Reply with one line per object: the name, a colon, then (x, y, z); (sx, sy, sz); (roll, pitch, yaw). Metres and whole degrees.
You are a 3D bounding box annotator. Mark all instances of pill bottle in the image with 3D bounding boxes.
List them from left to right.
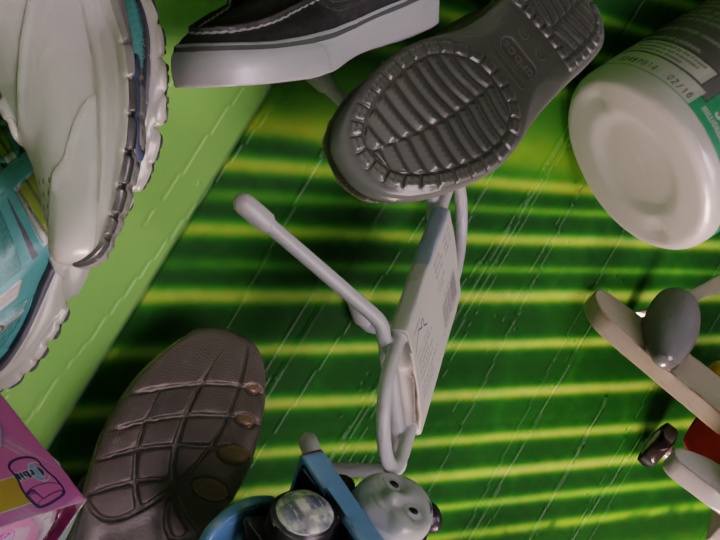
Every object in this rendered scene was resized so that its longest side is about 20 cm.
pill bottle: (0.223, -0.105, 1.335); (0.200, 0.113, 0.113); (-33, 131, -27)

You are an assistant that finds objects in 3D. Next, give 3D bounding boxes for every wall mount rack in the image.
wall mount rack: (0.000, 0.000, 1.173); (0.200, 0.074, 0.174); (-71, 158, -50)

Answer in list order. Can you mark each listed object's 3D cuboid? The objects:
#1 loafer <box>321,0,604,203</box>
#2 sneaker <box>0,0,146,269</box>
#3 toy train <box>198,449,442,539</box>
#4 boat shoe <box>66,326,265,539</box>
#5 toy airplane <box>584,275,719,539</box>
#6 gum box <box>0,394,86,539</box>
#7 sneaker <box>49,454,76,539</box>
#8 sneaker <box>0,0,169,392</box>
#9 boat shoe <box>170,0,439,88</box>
loafer: (0.047, -0.084, 1.185); (0.200, 0.070, 0.075); (-35, 93, -42)
sneaker: (-0.135, -0.098, 0.993); (0.087, 0.075, 0.200); (-7, 83, -6)
toy train: (-0.025, 0.169, 1.144); (0.114, 0.087, 0.200); (-16, 141, -32)
boat shoe: (-0.111, 0.118, 1.172); (0.076, 0.072, 0.200); (30, 82, -12)
toy airplane: (0.240, 0.091, 1.393); (0.141, 0.199, 0.200); (-52, 136, 5)
gum box: (-0.221, 0.090, 0.940); (0.200, 0.114, 0.066); (-12, 145, -55)
sneaker: (-0.188, 0.128, 1.058); (0.118, 0.074, 0.200); (-64, 171, 6)
sneaker: (-0.148, -0.040, 1.050); (0.080, 0.077, 0.200); (23, 94, -38)
boat shoe: (-0.027, -0.125, 1.102); (0.200, 0.069, 0.057); (-29, 115, -57)
